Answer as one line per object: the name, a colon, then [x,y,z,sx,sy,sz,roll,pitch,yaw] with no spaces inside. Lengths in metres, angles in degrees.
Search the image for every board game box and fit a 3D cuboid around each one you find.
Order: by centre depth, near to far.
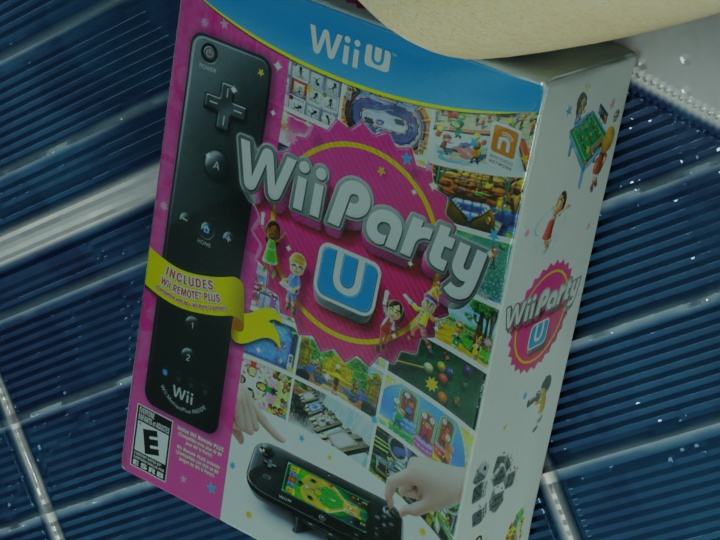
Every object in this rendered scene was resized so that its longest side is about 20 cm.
board game box: [0.000,0.000,0.869,0.148,0.064,0.200,23,116,29]

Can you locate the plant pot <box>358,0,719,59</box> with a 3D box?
plant pot: [0.074,-0.144,0.713,0.200,0.187,0.187,-34,82,52]
